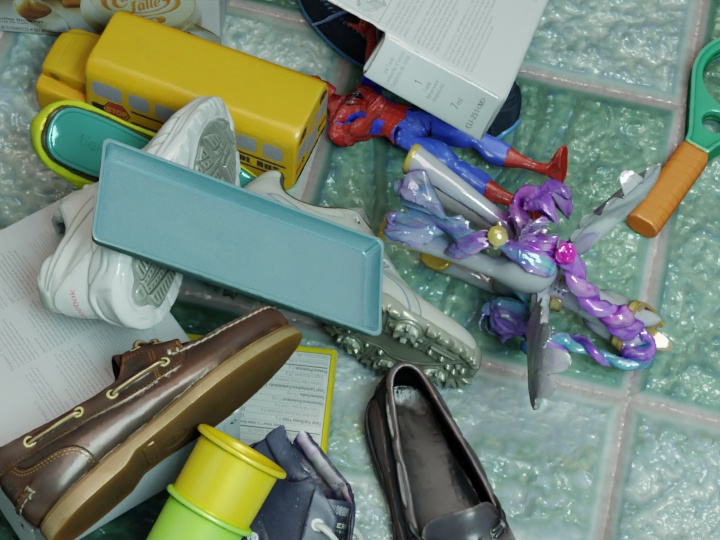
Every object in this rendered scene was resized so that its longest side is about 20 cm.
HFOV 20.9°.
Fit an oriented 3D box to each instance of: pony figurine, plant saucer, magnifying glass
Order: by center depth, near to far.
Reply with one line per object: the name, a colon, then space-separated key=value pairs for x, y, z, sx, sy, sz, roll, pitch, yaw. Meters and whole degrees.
plant saucer: x=-0.073 y=-0.016 z=1.183 sx=0.199 sy=0.019 sz=0.070 roll=20 pitch=56 yaw=-28
pony figurine: x=0.111 y=-0.005 z=1.245 sx=0.199 sy=0.193 sz=0.167 roll=29 pitch=88 yaw=11
magnifying glass: x=0.250 y=-0.099 z=1.406 sx=0.079 sy=0.022 sz=0.200 roll=31 pitch=62 yaw=15

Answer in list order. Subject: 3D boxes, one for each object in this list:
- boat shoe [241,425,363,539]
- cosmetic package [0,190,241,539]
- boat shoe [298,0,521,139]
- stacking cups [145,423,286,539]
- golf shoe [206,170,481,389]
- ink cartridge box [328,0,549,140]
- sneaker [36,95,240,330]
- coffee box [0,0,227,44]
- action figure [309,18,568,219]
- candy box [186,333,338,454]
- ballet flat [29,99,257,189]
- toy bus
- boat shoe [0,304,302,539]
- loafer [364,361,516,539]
boat shoe: x=-0.032 y=0.186 z=1.158 sx=0.093 sy=0.075 sz=0.201 roll=-42 pitch=63 yaw=18
cosmetic package: x=-0.190 y=0.062 z=1.230 sx=0.150 sy=0.052 sz=0.200 roll=-28 pitch=63 yaw=-23
boat shoe: x=0.042 y=-0.176 z=1.412 sx=0.199 sy=0.069 sz=0.084 roll=33 pitch=62 yaw=16
stacking cups: x=-0.119 y=0.189 z=1.135 sx=0.060 sy=0.061 sz=0.201 roll=31 pitch=88 yaw=15
golf shoe: x=0.000 y=0.000 z=1.284 sx=0.199 sy=0.078 sz=0.098 roll=29 pitch=56 yaw=-2
ink cartridge box: x=0.039 y=-0.195 z=1.346 sx=0.173 sy=0.044 sz=0.200 roll=29 pitch=39 yaw=-2
sneaker: x=-0.145 y=-0.045 z=1.233 sx=0.099 sy=0.078 sz=0.200 roll=0 pitch=38 yaw=26
coffee box: x=-0.195 y=-0.230 z=1.406 sx=0.198 sy=0.115 sz=0.080 roll=5 pitch=57 yaw=-1
action figure: x=0.042 y=-0.111 z=1.350 sx=0.199 sy=0.099 sz=0.065 roll=21 pitch=59 yaw=22
candy box: x=-0.118 y=0.089 z=1.263 sx=0.198 sy=0.026 sz=0.103 roll=6 pitch=60 yaw=1
ballet flat: x=-0.135 y=-0.058 z=1.322 sx=0.199 sy=0.067 sz=0.067 roll=26 pitch=77 yaw=-21
toy bus: x=-0.126 y=-0.121 z=1.363 sx=0.199 sy=0.078 sz=0.065 roll=20 pitch=59 yaw=9
boat shoe: x=-0.126 y=0.076 z=1.154 sx=0.200 sy=0.071 sz=0.070 roll=-36 pitch=70 yaw=-24
loafer: x=0.052 y=0.148 z=1.214 sx=0.071 sy=0.063 sz=0.201 roll=-17 pitch=61 yaw=-13
